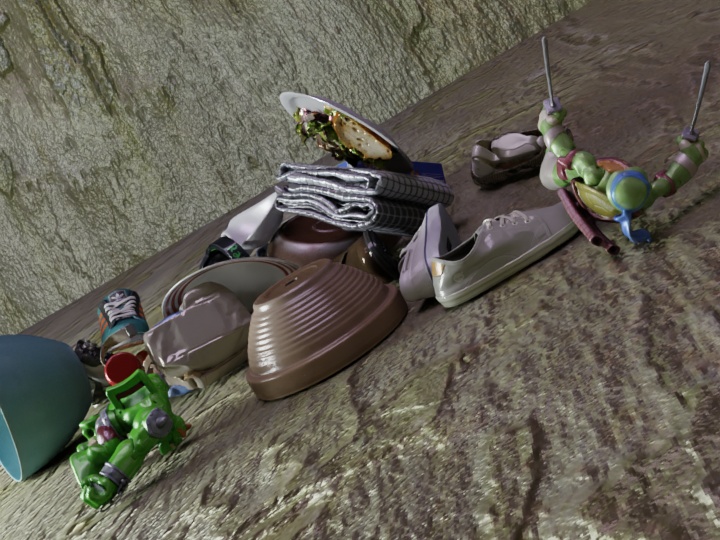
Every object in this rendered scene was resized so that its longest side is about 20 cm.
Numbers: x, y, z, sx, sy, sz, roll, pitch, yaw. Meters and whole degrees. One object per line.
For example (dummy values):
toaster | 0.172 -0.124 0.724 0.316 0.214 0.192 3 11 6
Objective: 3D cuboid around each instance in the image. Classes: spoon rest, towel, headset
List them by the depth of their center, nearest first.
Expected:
towel | 0.001 -0.091 1.516 0.199 0.086 0.165 9 4 42
headset | -0.179 0.016 1.714 0.094 0.124 0.200 -35 -9 -26
spoon rest | -0.167 -0.061 1.719 0.100 0.060 0.200 -60 10 -24

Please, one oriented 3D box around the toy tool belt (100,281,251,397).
toy tool belt | -0.229 0.110 1.483 0.199 0.125 0.123 -30 -21 -12

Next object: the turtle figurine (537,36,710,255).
turtle figurine | 0.242 -0.122 1.069 0.143 0.202 0.194 -15 1 -3

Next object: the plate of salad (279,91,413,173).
plate of salad | -0.023 -0.171 1.491 0.048 0.199 0.200 -62 17 -7

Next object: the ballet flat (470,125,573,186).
ballet flat | 0.202 -0.164 1.573 0.075 0.068 0.199 8 -13 -36

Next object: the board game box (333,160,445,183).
board game box | 0.019 -0.129 1.774 0.134 0.045 0.199 -21 -13 42

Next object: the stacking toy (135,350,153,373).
stacking toy | -0.273 0.112 1.633 0.200 0.086 0.085 -39 13 -19

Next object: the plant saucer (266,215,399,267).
plant saucer | -0.041 -0.055 1.668 0.198 0.032 0.200 -7 23 3

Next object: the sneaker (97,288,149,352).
sneaker | -0.334 0.068 1.587 0.071 0.081 0.200 -14 4 -16

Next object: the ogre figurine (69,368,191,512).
ogre figurine | -0.255 0.177 1.242 0.120 0.098 0.200 -42 -1 2

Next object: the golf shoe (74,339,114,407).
golf shoe | -0.383 0.156 1.671 0.089 0.077 0.200 -61 -6 -11

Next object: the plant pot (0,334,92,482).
plant pot | -0.450 0.169 1.570 0.134 0.201 0.200 -25 7 -29

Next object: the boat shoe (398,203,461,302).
boat shoe | 0.075 -0.017 1.300 0.069 0.071 0.200 -25 19 16

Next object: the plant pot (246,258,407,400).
plant pot | -0.054 0.051 1.271 0.200 0.093 0.201 -29 12 6

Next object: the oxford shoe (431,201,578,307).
oxford shoe | 0.156 -0.034 1.177 0.199 0.058 0.075 -31 8 -7

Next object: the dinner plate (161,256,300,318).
dinner plate | -0.169 0.029 1.530 0.198 0.024 0.201 -12 -27 -6

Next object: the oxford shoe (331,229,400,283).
oxford shoe | 0.000 0.000 1.426 0.084 0.073 0.200 -35 -1 -7

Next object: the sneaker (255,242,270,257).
sneaker | -0.114 -0.005 1.706 0.074 0.081 0.200 -36 11 -21
